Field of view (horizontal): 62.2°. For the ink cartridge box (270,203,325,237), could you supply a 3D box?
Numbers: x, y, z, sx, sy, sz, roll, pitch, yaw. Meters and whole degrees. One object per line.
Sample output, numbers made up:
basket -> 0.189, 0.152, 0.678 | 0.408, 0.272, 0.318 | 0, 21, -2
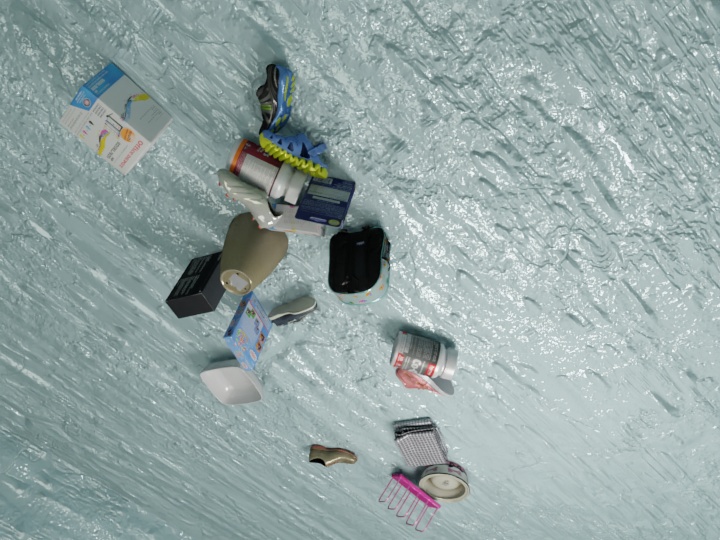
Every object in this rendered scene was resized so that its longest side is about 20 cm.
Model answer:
ink cartridge box -> -0.159, -0.134, 1.622 | 0.197, 0.115, 0.069 | 7, 90, 8

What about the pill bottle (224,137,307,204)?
pill bottle -> -0.243, -0.255, 1.553 | 0.198, 0.110, 0.110 | 24, 131, -7

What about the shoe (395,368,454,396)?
shoe -> 0.213, 0.368, 1.990 | 0.199, 0.072, 0.091 | 35, 130, -9

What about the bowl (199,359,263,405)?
bowl -> -0.461, 0.399, 2.178 | 0.198, 0.075, 0.201 | -12, 125, 22

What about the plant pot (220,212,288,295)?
plant pot -> -0.321, -0.032, 1.700 | 0.185, 0.201, 0.189 | 7, 130, 8

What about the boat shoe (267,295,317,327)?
boat shoe -> -0.208, 0.138, 1.896 | 0.198, 0.075, 0.062 | -21, 120, 30

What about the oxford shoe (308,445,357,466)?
oxford shoe -> -0.112, 0.759, 2.391 | 0.197, 0.075, 0.071 | 5, 130, 9

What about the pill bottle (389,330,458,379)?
pill bottle -> 0.199, 0.271, 1.879 | 0.198, 0.115, 0.115 | 16, 131, 0

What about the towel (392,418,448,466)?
towel -> 0.223, 0.642, 2.204 | 0.164, 0.086, 0.201 | -12, 125, 22

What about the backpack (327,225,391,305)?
backpack -> 0.000, 0.000, 1.647 | 0.173, 0.202, 0.154 | -5, 144, 16

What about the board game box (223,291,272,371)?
board game box -> -0.353, 0.191, 1.893 | 0.036, 0.201, 0.152 | -10, 126, 21

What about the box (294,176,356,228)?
box -> -0.089, -0.171, 1.525 | 0.120, 0.201, 0.033 | 13, 132, 3

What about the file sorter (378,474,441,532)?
file sorter -> 0.188, 0.918, 2.352 | 0.199, 0.126, 0.139 | 37, 158, 2

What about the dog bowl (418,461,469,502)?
dog bowl -> 0.330, 0.822, 2.335 | 0.197, 0.074, 0.202 | 7, 130, 9

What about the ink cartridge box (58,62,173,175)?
ink cartridge box -> -0.616, -0.382, 1.517 | 0.200, 0.145, 0.147 | 41, 126, -21

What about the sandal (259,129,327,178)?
sandal -> -0.160, -0.305, 1.491 | 0.198, 0.088, 0.079 | 22, 177, -32

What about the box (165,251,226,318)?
box -> -0.474, 0.040, 1.797 | 0.140, 0.201, 0.079 | -14, 125, 25

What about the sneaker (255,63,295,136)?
sneaker -> -0.215, -0.411, 1.455 | 0.082, 0.071, 0.201 | 35, 135, 13

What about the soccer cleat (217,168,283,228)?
soccer cleat -> -0.279, -0.192, 1.514 | 0.077, 0.070, 0.200 | -31, 121, 20
